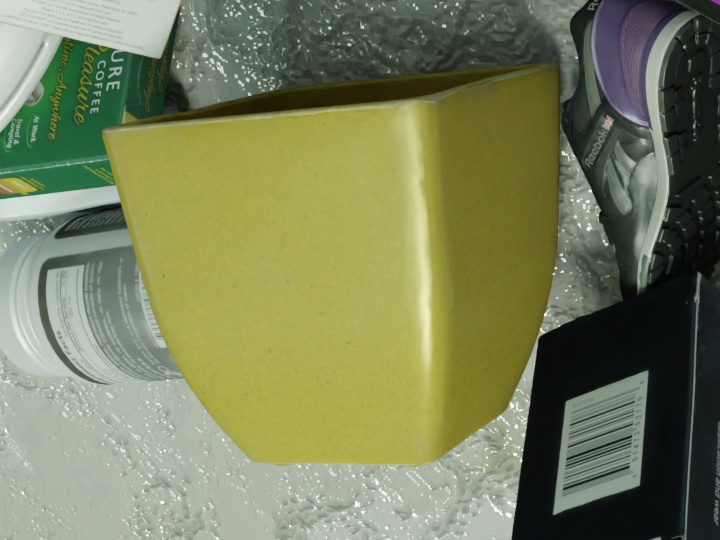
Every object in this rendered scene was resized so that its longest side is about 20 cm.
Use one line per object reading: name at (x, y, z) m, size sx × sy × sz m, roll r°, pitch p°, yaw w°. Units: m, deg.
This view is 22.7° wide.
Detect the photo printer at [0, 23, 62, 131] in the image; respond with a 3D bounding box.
photo printer at (-0.274, -0.162, 1.086) m, size 0.200 × 0.069 × 0.167 m, roll 42°, pitch 99°, yaw 20°

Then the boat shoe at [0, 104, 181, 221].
boat shoe at (-0.197, -0.070, 1.162) m, size 0.199 × 0.072 × 0.068 m, roll -7°, pitch 90°, yaw 32°

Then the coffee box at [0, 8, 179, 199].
coffee box at (-0.211, -0.106, 1.121) m, size 0.199 × 0.123 × 0.044 m, roll -7°, pitch 156°, yaw 28°

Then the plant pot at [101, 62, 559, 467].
plant pot at (0.000, 0.000, 0.995) m, size 0.193 × 0.195 × 0.201 m, roll -3°, pitch 99°, yaw 28°

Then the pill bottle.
pill bottle at (-0.138, 0.015, 1.144) m, size 0.199 × 0.114 × 0.114 m, roll -7°, pitch 114°, yaw 41°

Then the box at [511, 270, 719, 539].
box at (0.187, 0.147, 0.979) m, size 0.117 × 0.197 × 0.200 m, roll -24°, pitch 126°, yaw 35°

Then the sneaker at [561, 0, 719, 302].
sneaker at (0.156, -0.065, 1.003) m, size 0.087 × 0.076 × 0.201 m, roll 29°, pitch 134°, yaw 40°

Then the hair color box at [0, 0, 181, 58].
hair color box at (-0.129, -0.222, 0.933) m, size 0.111 × 0.064 × 0.201 m, roll 11°, pitch 116°, yaw -27°

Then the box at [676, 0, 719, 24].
box at (0.183, -0.228, 0.880) m, size 0.143 × 0.036 × 0.201 m, roll 37°, pitch 131°, yaw 30°
